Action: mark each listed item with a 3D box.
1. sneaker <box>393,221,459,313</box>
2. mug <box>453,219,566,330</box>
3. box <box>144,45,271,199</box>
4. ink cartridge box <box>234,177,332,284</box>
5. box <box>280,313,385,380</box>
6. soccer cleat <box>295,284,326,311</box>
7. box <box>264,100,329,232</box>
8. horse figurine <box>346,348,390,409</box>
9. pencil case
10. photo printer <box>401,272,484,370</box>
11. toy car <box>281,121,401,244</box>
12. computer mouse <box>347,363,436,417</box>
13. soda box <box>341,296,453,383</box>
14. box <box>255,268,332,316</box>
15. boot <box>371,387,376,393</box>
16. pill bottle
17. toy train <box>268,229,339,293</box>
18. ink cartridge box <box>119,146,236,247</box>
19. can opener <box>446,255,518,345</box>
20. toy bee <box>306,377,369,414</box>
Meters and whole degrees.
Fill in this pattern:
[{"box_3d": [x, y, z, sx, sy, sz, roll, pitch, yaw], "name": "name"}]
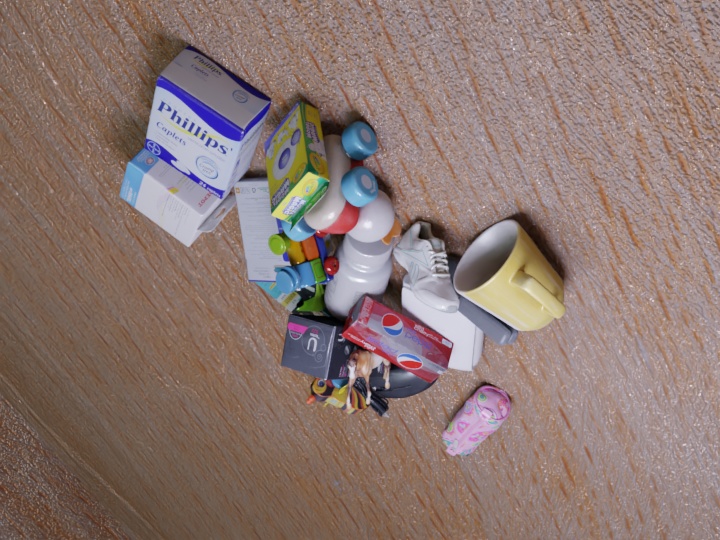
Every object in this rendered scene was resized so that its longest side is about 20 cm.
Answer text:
[{"box_3d": [0.118, -0.008, 1.500, 0.070, 0.201, 0.081, 7, 127, -33], "name": "sneaker"}, {"box_3d": [0.256, 0.032, 1.437, 0.153, 0.187, 0.149, 40, 121, -20], "name": "mug"}, {"box_3d": [-0.280, -0.264, 1.578, 0.183, 0.105, 0.200, 33, 142, 2], "name": "box"}, {"box_3d": [-0.146, -0.078, 1.663, 0.196, 0.047, 0.202, 2, 108, 34], "name": "ink cartridge box"}, {"box_3d": [-0.044, 0.150, 1.718, 0.121, 0.199, 0.107, 12, 92, 35], "name": "box"}, {"box_3d": [-0.116, -0.003, 1.731, 0.080, 0.068, 0.202, -9, 118, 4], "name": "soccer cleat"}, {"box_3d": [-0.108, -0.172, 1.454, 0.048, 0.201, 0.117, 18, 133, -34], "name": "box"}, {"box_3d": [0.027, 0.180, 1.679, 0.050, 0.199, 0.134, 17, 121, 33], "name": "horse figurine"}, {"box_3d": [0.238, 0.317, 1.814, 0.087, 0.088, 0.201, 33, 141, 3], "name": "pencil case"}, {"box_3d": [0.157, 0.103, 1.662, 0.165, 0.070, 0.201, 19, 139, 20], "name": "photo printer"}, {"box_3d": [-0.005, -0.123, 1.513, 0.199, 0.179, 0.184, 27, 140, -38], "name": "toy car"}, {"box_3d": [0.081, 0.235, 1.809, 0.199, 0.053, 0.139, -27, 119, 21], "name": "computer mouse"}, {"box_3d": [0.069, 0.128, 1.614, 0.199, 0.064, 0.070, 29, 142, -12], "name": "soda box"}, {"box_3d": [-0.133, 0.046, 1.836, 0.200, 0.049, 0.082, 40, 142, -5], "name": "box"}, {"box_3d": [0.012, 0.204, 1.887, 0.090, 0.073, 0.202, 20, 132, 29], "name": "boot"}, {"box_3d": [0.000, 0.000, 1.635, 0.114, 0.115, 0.201, 28, 142, 9], "name": "pill bottle"}, {"box_3d": [-0.120, -0.064, 1.549, 0.084, 0.115, 0.202, -11, 99, 38], "name": "toy train"}, {"box_3d": [-0.351, -0.157, 1.723, 0.199, 0.129, 0.125, 37, 143, -2], "name": "ink cartridge box"}, {"box_3d": [0.197, 0.053, 1.525, 0.200, 0.052, 0.067, 46, 119, 30], "name": "can opener"}, {"box_3d": [-0.073, 0.276, 1.986, 0.198, 0.109, 0.132, 24, 143, 14], "name": "toy bee"}]
